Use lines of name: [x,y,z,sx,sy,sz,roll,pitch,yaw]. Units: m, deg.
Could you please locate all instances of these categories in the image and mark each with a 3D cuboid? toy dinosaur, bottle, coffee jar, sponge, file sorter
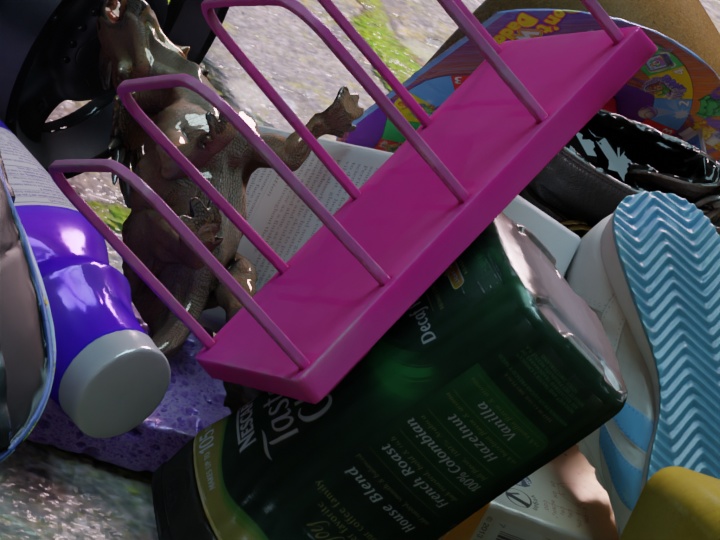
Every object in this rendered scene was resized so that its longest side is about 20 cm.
toy dinosaur: [-0.083,-0.028,1.225,0.086,0.201,0.135,24,-21,-35]
bottle: [-0.154,-0.005,1.154,0.083,0.065,0.200,0,35,-44]
coffee jar: [0.005,0.070,1.078,0.085,0.200,0.104,45,13,-27]
sponge: [-0.156,0.034,1.190,0.199,0.030,0.112,19,24,-18]
file sorter: [-0.011,-0.065,1.079,0.125,0.200,0.139,48,-13,-16]

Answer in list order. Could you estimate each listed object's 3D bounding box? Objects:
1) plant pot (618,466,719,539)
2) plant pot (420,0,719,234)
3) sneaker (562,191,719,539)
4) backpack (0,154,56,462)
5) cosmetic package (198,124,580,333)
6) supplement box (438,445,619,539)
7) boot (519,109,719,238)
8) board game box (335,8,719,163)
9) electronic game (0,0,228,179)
plant pot: [0.170,0.186,1.027,0.199,0.201,0.176,19,14,-18]
plant pot: [0.150,-0.081,1.515,0.200,0.186,0.186,46,25,2]
sneaker: [0.132,0.071,1.160,0.076,0.081,0.201,5,65,-24]
backpack: [-0.218,0.009,1.035,0.182,0.135,0.201,-9,69,-32]
cosmetic package: [0.000,0.000,1.231,0.071,0.102,0.200,31,-8,-33]
supplement box: [0.117,0.128,1.224,0.199,0.074,0.126,21,25,-15]
boot: [0.144,0.012,1.254,0.199,0.174,0.069,26,53,5]
board game box: [0.085,-0.048,1.294,0.158,0.200,0.039,28,46,-30]
electronic game: [-0.131,-0.122,1.325,0.042,0.200,0.200,39,25,20]
